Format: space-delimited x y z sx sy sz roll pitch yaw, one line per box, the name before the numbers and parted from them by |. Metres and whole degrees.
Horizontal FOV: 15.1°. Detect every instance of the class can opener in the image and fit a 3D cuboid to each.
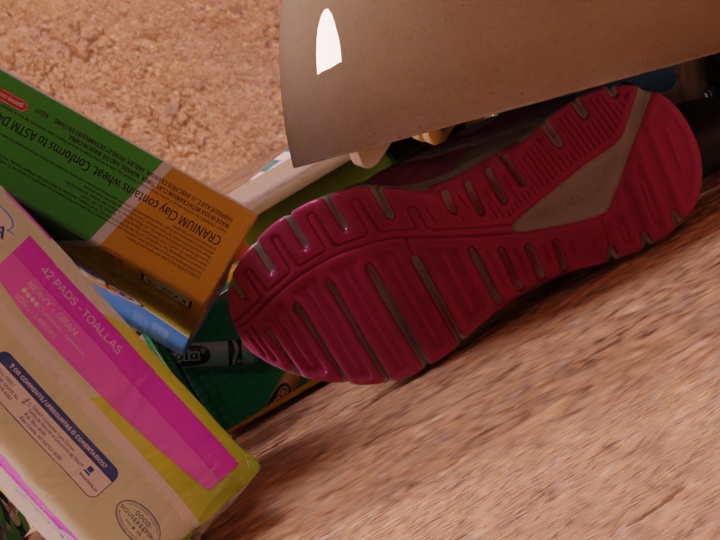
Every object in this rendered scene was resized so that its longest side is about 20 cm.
can opener | 0.174 -0.080 1.207 0.200 0.053 0.066 -34 42 -26

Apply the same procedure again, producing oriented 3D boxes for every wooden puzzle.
wooden puzzle | -0.009 -0.022 1.392 0.185 0.037 0.200 -32 -17 -17

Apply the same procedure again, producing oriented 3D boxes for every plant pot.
plant pot | 0.052 -0.132 1.098 0.200 0.135 0.200 -15 2 1

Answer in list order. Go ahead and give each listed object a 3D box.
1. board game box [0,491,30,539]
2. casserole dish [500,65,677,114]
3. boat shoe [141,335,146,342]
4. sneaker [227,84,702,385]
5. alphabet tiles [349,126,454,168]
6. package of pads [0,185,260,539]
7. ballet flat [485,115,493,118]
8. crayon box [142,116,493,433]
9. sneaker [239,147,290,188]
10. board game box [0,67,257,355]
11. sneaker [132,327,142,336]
board game box | -0.248 0.164 1.204 0.200 0.029 0.135 -29 5 6
casserole dish | 0.134 -0.107 1.354 0.121 0.039 0.200 6 16 14
boat shoe | -0.165 0.071 1.425 0.066 0.072 0.200 -11 -15 -38
sneaker | 0.043 -0.014 1.109 0.200 0.081 0.088 -21 5 6
alphabet tiles | 0.033 -0.151 1.239 0.015 0.200 0.196 19 62 26
package of pads | -0.121 0.041 1.011 0.068 0.155 0.200 -44 9 -11
ballet flat | 0.104 -0.088 1.483 0.071 0.071 0.200 -32 6 -24
crayon box | 0.000 0.000 1.255 0.200 0.058 0.119 -30 6 -7
sneaker | -0.035 -0.027 1.485 0.200 0.070 0.093 -42 -3 17
board game box | -0.121 -0.029 1.080 0.040 0.153 0.200 -61 1 -9
sneaker | -0.162 0.030 1.194 0.200 0.090 0.067 -47 8 -33
